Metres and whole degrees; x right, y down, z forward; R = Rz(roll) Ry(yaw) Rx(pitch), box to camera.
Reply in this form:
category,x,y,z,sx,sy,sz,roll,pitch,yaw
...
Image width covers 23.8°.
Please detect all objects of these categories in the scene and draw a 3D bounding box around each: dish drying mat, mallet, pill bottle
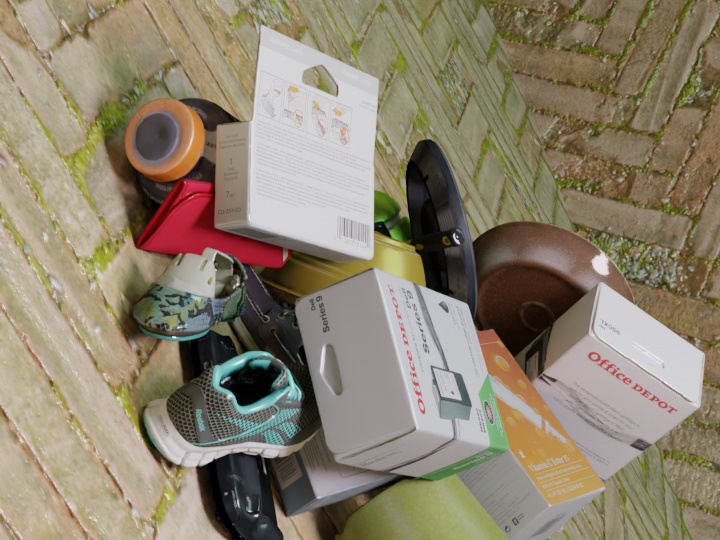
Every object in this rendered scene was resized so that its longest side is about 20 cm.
category,x,y,z,sx,sy,sz,roll,pitch,yaw
dish drying mat,-0.115,-0.039,1.540,0.018,0.077,0.199,47,20,27
mallet,0.049,-0.033,1.757,0.066,0.041,0.200,62,-25,0
pill bottle,-0.138,-0.093,1.569,0.200,0.106,0.107,32,35,-63

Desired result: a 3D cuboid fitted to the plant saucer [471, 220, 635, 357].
category,x,y,z,sx,sy,sz,roll,pitch,yaw
plant saucer,0.192,0.040,1.806,0.201,0.199,0.037,58,41,-22

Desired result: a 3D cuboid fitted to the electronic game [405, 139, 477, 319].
category,x,y,z,sx,sy,sz,roll,pitch,yaw
electronic game,0.088,-0.040,1.809,0.200,0.041,0.202,168,-90,-82

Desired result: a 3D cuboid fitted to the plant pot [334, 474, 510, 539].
category,x,y,z,sx,sy,sz,roll,pitch,yaw
plant pot,0.075,0.289,1.557,0.185,0.200,0.200,57,12,22

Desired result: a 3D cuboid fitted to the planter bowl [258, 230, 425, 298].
category,x,y,z,sx,sy,sz,roll,pitch,yaw
planter bowl,0.000,0.000,1.701,0.200,0.199,0.084,15,95,-70

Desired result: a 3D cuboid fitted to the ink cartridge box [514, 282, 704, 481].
category,x,y,z,sx,sy,sz,roll,pitch,yaw
ink cartridge box,0.238,0.127,1.767,0.144,0.200,0.085,33,42,-13

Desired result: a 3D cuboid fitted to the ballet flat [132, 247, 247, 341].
category,x,y,z,sx,sy,sz,roll,pitch,yaw
ballet flat,-0.141,0.015,1.444,0.075,0.074,0.200,64,9,-1

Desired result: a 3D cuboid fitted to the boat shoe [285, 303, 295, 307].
category,x,y,z,sx,sy,sz,roll,pitch,yaw
boat shoe,-0.016,0.112,1.713,0.201,0.069,0.071,61,15,-15

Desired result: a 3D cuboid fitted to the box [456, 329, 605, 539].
category,x,y,z,sx,sy,sz,roll,pitch,yaw
box,0.127,0.169,1.683,0.124,0.098,0.201,-6,55,-56

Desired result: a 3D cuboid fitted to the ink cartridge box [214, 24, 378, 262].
category,x,y,z,sx,sy,sz,roll,pitch,yaw
ink cartridge box,-0.054,-0.110,1.552,0.199,0.044,0.178,16,73,-56

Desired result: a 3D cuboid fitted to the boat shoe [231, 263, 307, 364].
category,x,y,z,sx,sy,sz,roll,pitch,yaw
boat shoe,-0.069,0.066,1.618,0.201,0.064,0.072,62,19,-3

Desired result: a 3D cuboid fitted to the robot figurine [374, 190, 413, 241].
category,x,y,z,sx,sy,sz,roll,pitch,yaw
robot figurine,0.019,-0.002,1.924,0.201,0.115,0.175,62,24,-6

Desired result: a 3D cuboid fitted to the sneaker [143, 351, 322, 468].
category,x,y,z,sx,sy,sz,roll,pitch,yaw
sneaker,-0.077,0.103,1.373,0.199,0.091,0.078,-11,63,-52

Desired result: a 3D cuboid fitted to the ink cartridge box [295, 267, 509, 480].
category,x,y,z,sx,sy,sz,roll,pitch,yaw
ink cartridge box,0.038,0.093,1.460,0.200,0.083,0.147,20,51,-62

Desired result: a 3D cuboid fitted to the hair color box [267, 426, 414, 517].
category,x,y,z,sx,sy,sz,roll,pitch,yaw
hair color box,0.009,0.148,1.562,0.199,0.061,0.100,-12,73,-36

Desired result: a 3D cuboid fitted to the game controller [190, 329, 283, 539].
category,x,y,z,sx,sy,sz,roll,pitch,yaw
game controller,-0.106,0.146,1.444,0.105,0.042,0.201,68,7,-51

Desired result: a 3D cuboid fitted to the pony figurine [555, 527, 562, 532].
category,x,y,z,sx,sy,sz,roll,pitch,yaw
pony figurine,0.102,0.231,1.816,0.193,0.166,0.200,41,11,-40
